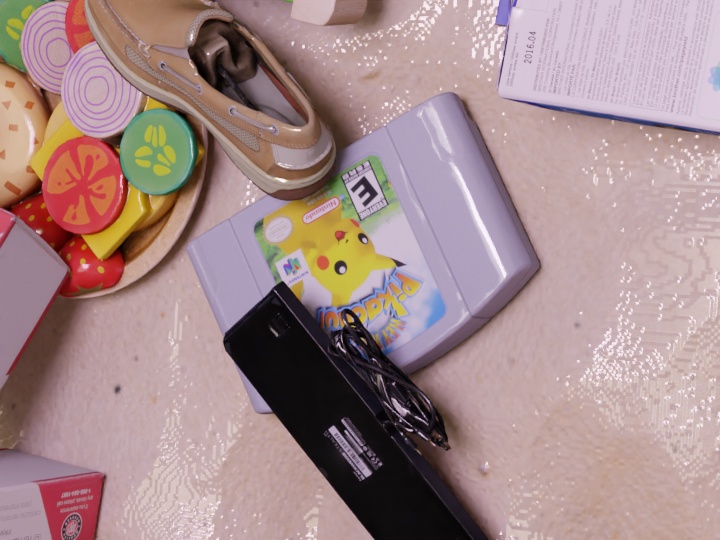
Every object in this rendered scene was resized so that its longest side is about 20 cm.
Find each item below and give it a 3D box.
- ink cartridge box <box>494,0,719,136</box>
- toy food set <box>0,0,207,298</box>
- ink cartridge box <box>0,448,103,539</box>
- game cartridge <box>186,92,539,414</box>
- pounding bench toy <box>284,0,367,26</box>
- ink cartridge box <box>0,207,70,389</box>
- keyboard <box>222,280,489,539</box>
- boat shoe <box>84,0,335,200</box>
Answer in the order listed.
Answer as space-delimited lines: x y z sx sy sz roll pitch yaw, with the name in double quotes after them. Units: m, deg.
0.157 -0.147 1.110 0.200 0.076 0.137 12 93 28 "ink cartridge box"
-0.183 -0.083 1.301 0.198 0.049 0.200 -45 70 19 "toy food set"
-0.242 0.219 1.274 0.083 0.145 0.201 11 95 26 "ink cartridge box"
0.000 0.000 1.215 0.200 0.040 0.134 -30 80 24 "game cartridge"
-0.089 -0.222 1.212 0.156 0.124 0.201 -13 84 26 "pounding bench toy"
-0.303 0.011 1.272 0.200 0.083 0.147 23 75 28 "ink cartridge box"
0.011 0.090 1.187 0.200 0.040 0.104 51 139 1 "keyboard"
-0.088 -0.128 1.202 0.200 0.076 0.072 39 67 22 "boat shoe"
